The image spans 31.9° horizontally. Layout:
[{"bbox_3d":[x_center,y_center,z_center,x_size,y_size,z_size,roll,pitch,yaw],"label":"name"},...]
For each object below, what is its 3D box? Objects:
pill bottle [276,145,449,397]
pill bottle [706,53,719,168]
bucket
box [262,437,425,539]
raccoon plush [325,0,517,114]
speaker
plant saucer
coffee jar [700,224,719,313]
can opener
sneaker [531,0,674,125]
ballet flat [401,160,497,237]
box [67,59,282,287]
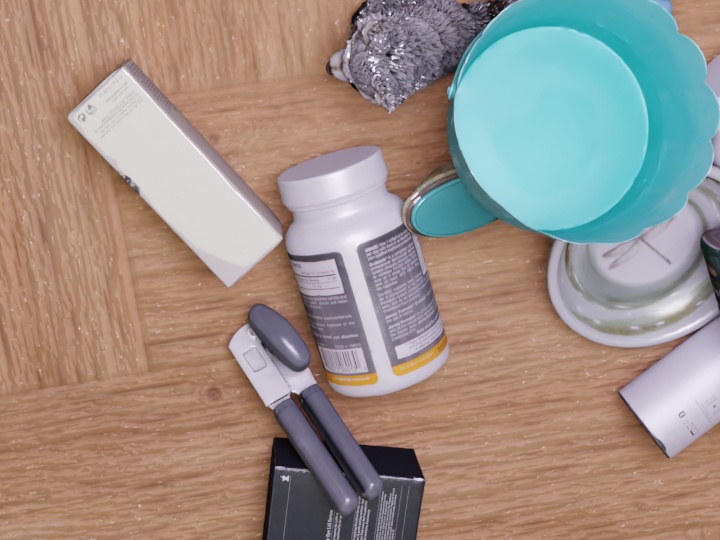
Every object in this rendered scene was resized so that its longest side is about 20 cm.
[{"bbox_3d":[0.000,0.000,1.107,0.116,0.116,0.201,-17,105,-1],"label":"pill bottle"},{"bbox_3d":[0.383,-0.106,1.116,0.200,0.112,0.113,38,98,-13],"label":"pill bottle"},{"bbox_3d":[0.163,-0.119,0.991,0.206,0.135,0.208,0,92,-5],"label":"bucket"},{"bbox_3d":[-0.024,0.269,1.195,0.140,0.079,0.201,5,104,-9],"label":"box"},{"bbox_3d":[0.066,-0.203,1.050,0.200,0.134,0.097,-30,104,3],"label":"raccoon plush"},{"bbox_3d":[0.344,0.085,1.179,0.200,0.081,0.081,-39,104,5],"label":"speaker"},{"bbox_3d":[0.260,-0.022,1.142,0.199,0.050,0.201,-5,126,-6],"label":"plant saucer"},{"bbox_3d":[0.358,0.055,1.080,0.085,0.104,0.201,-18,102,5],"label":"coffee jar"},{"bbox_3d":[-0.049,0.120,1.123,0.053,0.067,0.200,-28,70,-21],"label":"can opener"},{"bbox_3d":[0.185,-0.193,1.095,0.199,0.080,0.131,-18,108,-10],"label":"sneaker"},{"bbox_3d":[0.116,-0.080,1.106,0.199,0.071,0.071,-18,106,-19],"label":"ballet flat"},{"bbox_3d":[-0.157,-0.085,1.090,0.068,0.082,0.200,-41,103,5],"label":"box"}]
